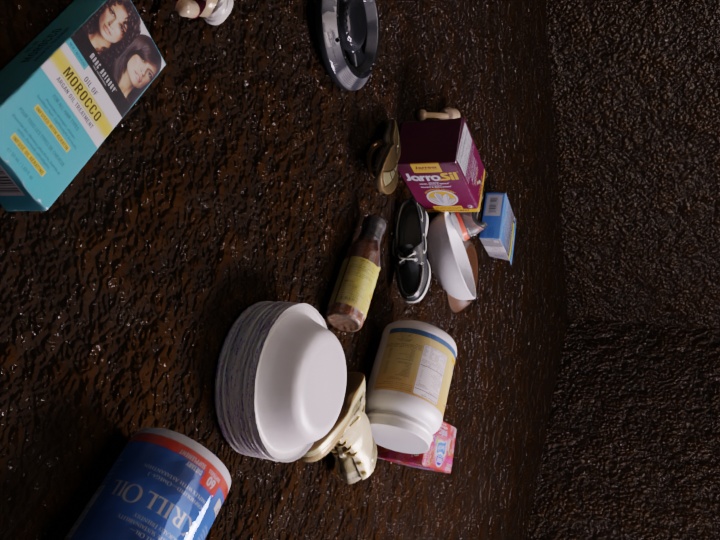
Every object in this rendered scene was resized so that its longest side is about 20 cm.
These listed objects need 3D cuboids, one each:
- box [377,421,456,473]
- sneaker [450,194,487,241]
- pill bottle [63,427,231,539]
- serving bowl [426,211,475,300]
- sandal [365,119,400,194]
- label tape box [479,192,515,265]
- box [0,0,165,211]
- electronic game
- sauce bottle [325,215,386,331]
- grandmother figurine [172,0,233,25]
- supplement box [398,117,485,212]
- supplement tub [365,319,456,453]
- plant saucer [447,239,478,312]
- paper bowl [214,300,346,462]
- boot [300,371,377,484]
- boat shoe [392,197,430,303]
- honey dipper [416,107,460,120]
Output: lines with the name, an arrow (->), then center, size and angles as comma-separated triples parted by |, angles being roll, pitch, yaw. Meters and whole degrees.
box -> 0.113, 0.337, 1.332 | 0.200, 0.099, 0.096 | 42, 54, -60
sneaker -> 0.234, -0.168, 1.524 | 0.077, 0.081, 0.202 | 22, 50, -68
pill bottle -> -0.208, 0.254, 0.608 | 0.201, 0.111, 0.113 | -65, 147, -41
serving bowl -> 0.190, -0.025, 1.476 | 0.200, 0.065, 0.202 | -20, 90, -74
sandal -> 0.038, -0.199, 1.187 | 0.201, 0.053, 0.081 | -81, 164, -50
label tape box -> 0.404, -0.118, 1.975 | 0.200, 0.066, 0.145 | 46, 51, -61
box -> -0.245, -0.147, 0.566 | 0.083, 0.049, 0.201 | 66, 36, -44
electronic game -> -0.018, -0.383, 1.051 | 0.200, 0.041, 0.202 | 4, 90, -66
sauce bottle -> 0.000, 0.000, 1.096 | 0.066, 0.065, 0.201 | 60, 42, -49
grandmother figurine -> -0.190, -0.294, 0.661 | 0.200, 0.060, 0.122 | 2, 72, -70
supplement box -> 0.165, -0.206, 1.362 | 0.200, 0.130, 0.104 | 47, 51, -56
supplement tub -> 0.085, 0.206, 1.206 | 0.145, 0.143, 0.201 | 60, 40, -49
plant saucer -> 0.261, 0.006, 1.705 | 0.200, 0.036, 0.203 | 3, 90, -65
paper bowl -> -0.089, 0.142, 0.870 | 0.200, 0.103, 0.203 | -10, 102, -63
boot -> -0.032, 0.270, 1.041 | 0.200, 0.072, 0.157 | -51, 134, -61
boat shoe -> 0.093, -0.040, 1.295 | 0.060, 0.075, 0.202 | 41, 44, -60
honey dipper -> 0.169, -0.337, 1.473 | 0.200, 0.038, 0.038 | -24, 114, -61
